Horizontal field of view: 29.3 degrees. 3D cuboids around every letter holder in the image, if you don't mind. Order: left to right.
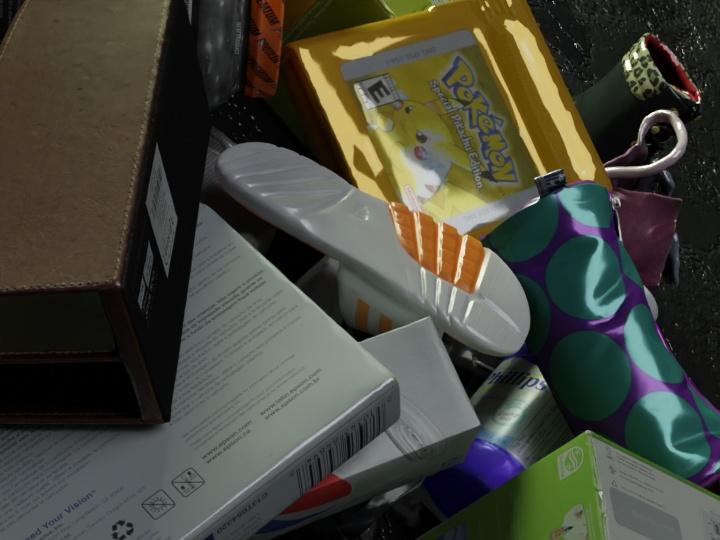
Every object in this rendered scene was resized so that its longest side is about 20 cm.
[{"bbox_3d":[-0.157,-0.036,0.663,0.140,0.101,0.202,-2,50,5],"label":"letter holder"}]

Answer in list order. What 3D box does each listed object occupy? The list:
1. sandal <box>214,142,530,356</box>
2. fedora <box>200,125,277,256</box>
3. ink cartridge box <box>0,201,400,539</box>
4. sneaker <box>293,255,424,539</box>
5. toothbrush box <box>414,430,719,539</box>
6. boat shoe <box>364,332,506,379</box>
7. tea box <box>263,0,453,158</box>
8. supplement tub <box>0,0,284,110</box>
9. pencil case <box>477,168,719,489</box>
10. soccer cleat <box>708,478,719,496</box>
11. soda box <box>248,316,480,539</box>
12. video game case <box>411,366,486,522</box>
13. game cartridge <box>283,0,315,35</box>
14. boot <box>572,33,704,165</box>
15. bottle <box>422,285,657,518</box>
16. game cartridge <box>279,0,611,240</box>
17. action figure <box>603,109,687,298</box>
[{"bbox_3d":[0.003,-0.004,0.800,0.205,0.060,0.079,31,38,10],"label":"sandal"},{"bbox_3d":[-0.116,-0.022,0.806,0.177,0.090,0.200,51,35,2],"label":"fedora"},{"bbox_3d":[-0.116,0.059,0.671,0.196,0.044,0.200,-35,55,-22],"label":"ink cartridge box"},{"bbox_3d":[-0.015,0.085,0.838,0.113,0.075,0.201,37,43,-18],"label":"sneaker"},{"bbox_3d":[0.110,0.191,0.763,0.145,0.200,0.087,27,40,-28],"label":"toothbrush box"},{"bbox_3d":[0.079,0.055,0.954,0.199,0.057,0.067,32,3,-28],"label":"boat shoe"},{"bbox_3d":[-0.007,-0.215,1.062,0.197,0.133,0.200,48,35,-4],"label":"tea box"},{"bbox_3d":[-0.145,-0.156,0.805,0.197,0.123,0.123,3,49,-8],"label":"supplement tub"},{"bbox_3d":[0.148,0.043,0.817,0.202,0.092,0.085,64,2,13],"label":"pencil case"},{"bbox_3d":[0.226,0.103,1.082,0.200,0.070,0.086,46,36,-5],"label":"soccer cleat"},{"bbox_3d":[-0.042,0.096,0.714,0.198,0.064,0.069,-19,68,-13],"label":"soda box"},{"bbox_3d":[0.087,0.115,0.962,0.200,0.023,0.182,46,36,-5],"label":"video game case"},{"bbox_3d":[-0.125,-0.207,0.890,0.199,0.176,0.033,25,43,-31],"label":"game cartridge"},{"bbox_3d":[0.235,-0.087,1.190,0.073,0.154,0.205,6,54,-44],"label":"boot"},{"bbox_3d":[0.123,0.080,0.889,0.200,0.083,0.066,-45,116,-30],"label":"bottle"},{"bbox_3d":[0.063,-0.088,0.909,0.199,0.032,0.178,-21,82,-31],"label":"game cartridge"},{"bbox_3d":[0.148,-0.037,1.055,0.197,0.150,0.135,4,33,-4],"label":"action figure"}]
